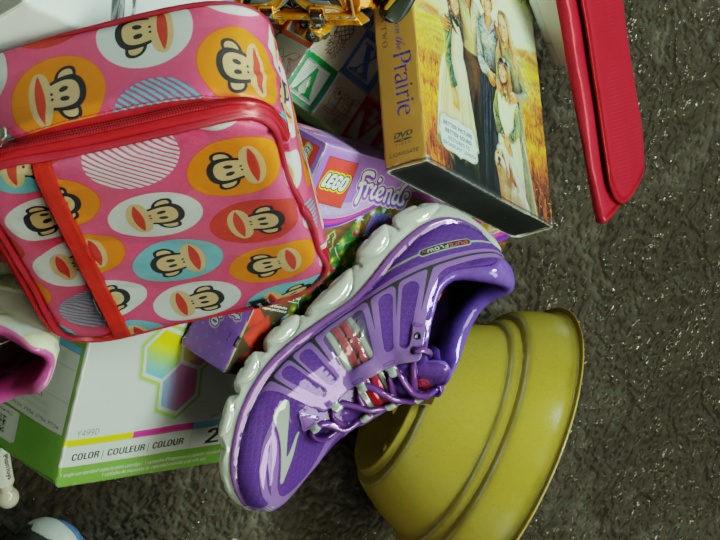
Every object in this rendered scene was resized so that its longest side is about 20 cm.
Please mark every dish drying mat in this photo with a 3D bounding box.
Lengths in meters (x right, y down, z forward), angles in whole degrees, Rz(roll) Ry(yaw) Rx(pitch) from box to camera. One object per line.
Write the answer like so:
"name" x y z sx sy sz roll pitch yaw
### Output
"dish drying mat" 0.140 -0.132 1.441 0.077 0.018 0.201 -52 136 -50

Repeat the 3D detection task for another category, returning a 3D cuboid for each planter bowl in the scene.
"planter bowl" 0.052 0.098 1.529 0.083 0.200 0.201 26 96 -16

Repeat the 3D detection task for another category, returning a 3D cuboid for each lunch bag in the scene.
"lunch bag" -0.112 -0.041 1.183 0.176 0.082 0.200 -11 152 3

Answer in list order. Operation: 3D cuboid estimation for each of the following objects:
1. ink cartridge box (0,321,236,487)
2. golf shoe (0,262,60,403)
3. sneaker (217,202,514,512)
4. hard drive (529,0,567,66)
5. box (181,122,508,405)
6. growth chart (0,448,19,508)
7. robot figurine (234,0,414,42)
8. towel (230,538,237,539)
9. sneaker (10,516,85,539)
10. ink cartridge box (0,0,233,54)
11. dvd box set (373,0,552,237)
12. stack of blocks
"ink cartridge box" -0.117 0.006 1.350 0.148 0.076 0.201 -6 117 -48
"golf shoe" -0.245 0.050 1.239 0.199 0.092 0.076 -21 128 -12
"sneaker" 0.003 0.052 1.320 0.200 0.083 0.081 -49 145 -4
"hard drive" 0.110 -0.236 1.424 0.200 0.027 0.132 65 36 -43
"box" 0.000 0.000 1.389 0.200 0.039 0.137 12 105 -53
"growth chart" -0.269 0.130 1.333 0.200 0.018 0.145 -32 132 -28
"robot figurine" -0.037 -0.210 1.273 0.058 0.144 0.201 -53 141 -58
"towel" -0.102 0.273 1.426 0.023 0.144 0.200 16 120 -2
"sneaker" -0.148 0.194 1.453 0.077 0.076 0.200 -49 147 -18
"ink cartridge box" -0.148 -0.144 1.178 0.068 0.116 0.200 -27 152 31
"dvd box set" 0.055 -0.132 1.376 0.146 0.029 0.201 25 56 -54
"stack of blocks" 0.010 -0.093 1.433 0.115 0.059 0.200 -56 138 -2
